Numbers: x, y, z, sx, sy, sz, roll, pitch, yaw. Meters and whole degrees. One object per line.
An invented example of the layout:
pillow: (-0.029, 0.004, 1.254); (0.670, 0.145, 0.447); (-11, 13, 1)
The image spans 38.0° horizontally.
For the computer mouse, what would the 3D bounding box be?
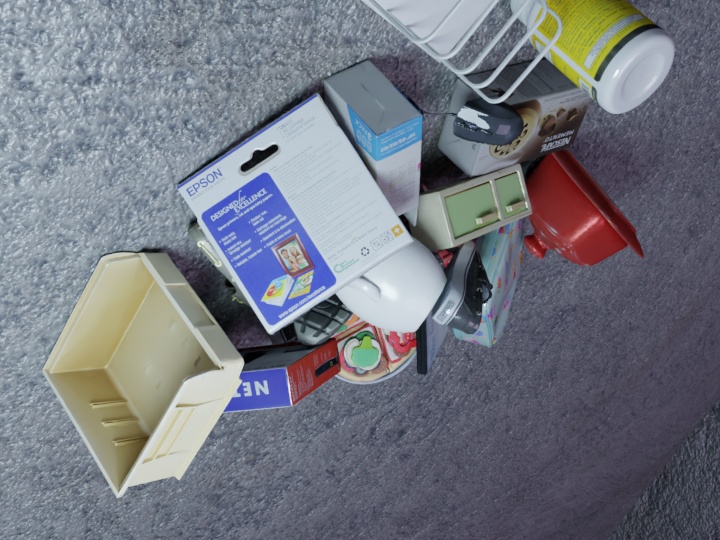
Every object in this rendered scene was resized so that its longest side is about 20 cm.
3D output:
computer mouse: (0.111, -0.189, 1.306); (0.198, 0.034, 0.059); (6, 133, -11)

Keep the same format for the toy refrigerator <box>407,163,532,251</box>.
toy refrigerator: (0.152, -0.087, 1.423); (0.070, 0.077, 0.199); (-10, -172, 42)

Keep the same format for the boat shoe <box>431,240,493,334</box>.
boat shoe: (0.141, 0.023, 1.359); (0.070, 0.066, 0.200); (-57, -176, 23)

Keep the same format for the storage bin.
storage bin: (-0.252, 0.114, 1.214); (0.093, 0.200, 0.199); (0, 131, -49)

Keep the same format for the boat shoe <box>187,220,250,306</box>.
boat shoe: (-0.144, 0.002, 1.296); (0.060, 0.072, 0.202); (-27, 131, 3)

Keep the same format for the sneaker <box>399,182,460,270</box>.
sneaker: (0.098, -0.065, 1.490); (0.073, 0.087, 0.200); (-30, 121, 19)

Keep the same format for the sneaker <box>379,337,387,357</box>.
sneaker: (0.051, 0.035, 1.591); (0.075, 0.081, 0.201); (35, 85, -24)

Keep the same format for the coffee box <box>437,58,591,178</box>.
coffee box: (0.215, -0.214, 1.432); (0.199, 0.080, 0.114); (-18, 141, -32)

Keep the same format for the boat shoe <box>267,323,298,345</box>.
boat shoe: (-0.100, 0.062, 1.446); (0.068, 0.074, 0.200); (-21, 138, -5)

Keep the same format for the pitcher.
pitcher: (0.000, 0.000, 1.296); (0.122, 0.199, 0.172); (-57, -179, 25)

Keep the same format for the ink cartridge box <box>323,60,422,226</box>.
ink cartridge box: (0.015, -0.137, 1.272); (0.068, 0.115, 0.201); (-28, 147, -18)

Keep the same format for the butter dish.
butter dish: (0.318, -0.078, 1.620); (0.148, 0.200, 0.200); (-40, 151, 14)

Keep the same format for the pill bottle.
pill bottle: (0.278, -0.293, 1.282); (0.112, 0.200, 0.113); (-28, 148, -19)

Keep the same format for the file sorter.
file sorter: (0.118, -0.296, 1.175); (0.139, 0.125, 0.200); (-49, 148, 13)

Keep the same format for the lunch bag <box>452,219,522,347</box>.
lunch bag: (0.195, 0.001, 1.620); (0.161, 0.076, 0.201); (68, 37, -56)

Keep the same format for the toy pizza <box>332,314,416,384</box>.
toy pizza: (0.018, 0.069, 1.520); (0.199, 0.032, 0.202); (-5, 102, -25)

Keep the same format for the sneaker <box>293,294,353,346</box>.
sneaker: (-0.036, 0.033, 1.403); (0.080, 0.075, 0.201); (108, 8, -49)

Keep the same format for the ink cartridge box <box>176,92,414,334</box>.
ink cartridge box: (-0.074, -0.064, 1.197); (0.197, 0.201, 0.047); (-33, 175, -1)

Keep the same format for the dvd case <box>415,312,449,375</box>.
dvd case: (0.122, 0.040, 1.575); (0.200, 0.017, 0.144); (-57, 151, -48)

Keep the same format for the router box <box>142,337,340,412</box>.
router box: (-0.146, 0.136, 1.342); (0.198, 0.049, 0.179); (-8, -175, 18)
